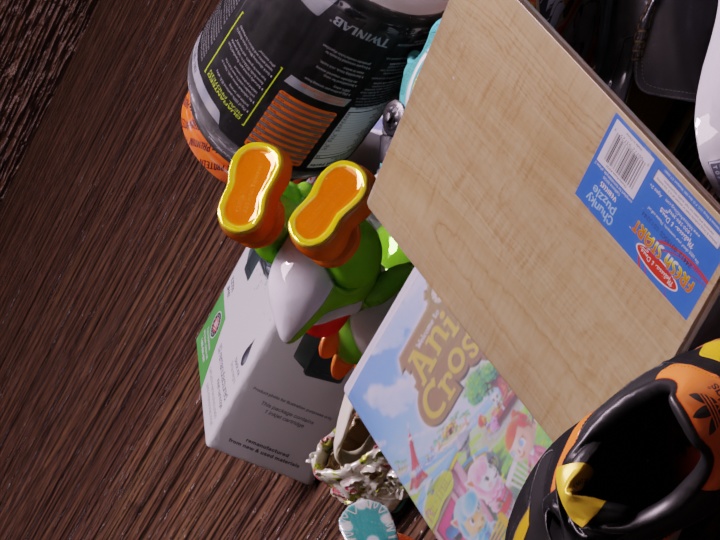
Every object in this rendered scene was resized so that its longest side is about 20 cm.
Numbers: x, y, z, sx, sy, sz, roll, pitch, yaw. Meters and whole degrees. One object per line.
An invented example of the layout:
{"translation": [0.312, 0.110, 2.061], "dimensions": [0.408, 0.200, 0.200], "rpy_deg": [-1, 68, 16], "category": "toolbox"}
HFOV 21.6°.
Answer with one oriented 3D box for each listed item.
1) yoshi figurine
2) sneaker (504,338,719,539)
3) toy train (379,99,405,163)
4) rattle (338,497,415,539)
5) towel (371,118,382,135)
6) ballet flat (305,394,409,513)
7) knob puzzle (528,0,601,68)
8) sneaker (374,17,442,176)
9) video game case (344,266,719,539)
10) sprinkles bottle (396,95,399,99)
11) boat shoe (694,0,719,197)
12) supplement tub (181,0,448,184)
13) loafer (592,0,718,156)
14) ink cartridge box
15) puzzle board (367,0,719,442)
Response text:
{"translation": [0.003, -0.014, 1.085], "dimensions": [0.111, 0.200, 0.113], "rpy_deg": [-24, 58, 9], "category": "yoshi figurine"}
{"translation": [0.099, 0.086, 0.760], "dimensions": [0.200, 0.090, 0.070], "rpy_deg": [-46, 64, 46], "category": "sneaker"}
{"translation": [0.073, -0.048, 0.894], "dimensions": [0.199, 0.034, 0.046], "rpy_deg": [16, 98, 52], "category": "toy train"}
{"translation": [0.020, 0.208, 0.927], "dimensions": [0.200, 0.130, 0.142], "rpy_deg": [-48, 17, -33], "category": "rattle"}
{"translation": [0.048, -0.180, 1.369], "dimensions": [0.201, 0.024, 0.147], "rpy_deg": [-67, 18, 2], "category": "towel"}
{"translation": [0.033, 0.060, 1.065], "dimensions": [0.201, 0.064, 0.076], "rpy_deg": [-60, 19, 24], "category": "ballet flat"}
{"translation": [0.134, -0.163, 0.972], "dimensions": [0.220, 0.030, 0.220], "rpy_deg": [-53, -20, -29], "category": "knob puzzle"}
{"translation": [0.051, -0.086, 1.074], "dimensions": [0.200, 0.077, 0.080], "rpy_deg": [119, 154, -76], "category": "sneaker"}
{"translation": [0.079, 0.040, 0.910], "dimensions": [0.201, 0.022, 0.182], "rpy_deg": [-60, 42, 24], "category": "video game case"}
{"translation": [0.045, -0.130, 1.212], "dimensions": [0.200, 0.068, 0.069], "rpy_deg": [17, 85, 67], "category": "sprinkles bottle"}
{"translation": [0.194, -0.120, 0.815], "dimensions": [0.069, 0.071, 0.201], "rpy_deg": [-11, 48, 35], "category": "boat shoe"}
{"translation": [-0.028, -0.139, 1.142], "dimensions": [0.200, 0.122, 0.123], "rpy_deg": [-49, 26, 46], "category": "supplement tub"}
{"translation": [0.150, -0.099, 0.917], "dimensions": [0.072, 0.072, 0.201], "rpy_deg": [55, 130, 46], "category": "loafer"}
{"translation": [-0.030, 0.016, 1.269], "dimensions": [0.201, 0.083, 0.147], "rpy_deg": [-60, 20, 21], "category": "ink cartridge box"}
{"translation": [0.082, -0.024, 0.847], "dimensions": [0.200, 0.017, 0.151], "rpy_deg": [52, 135, 33], "category": "puzzle board"}
